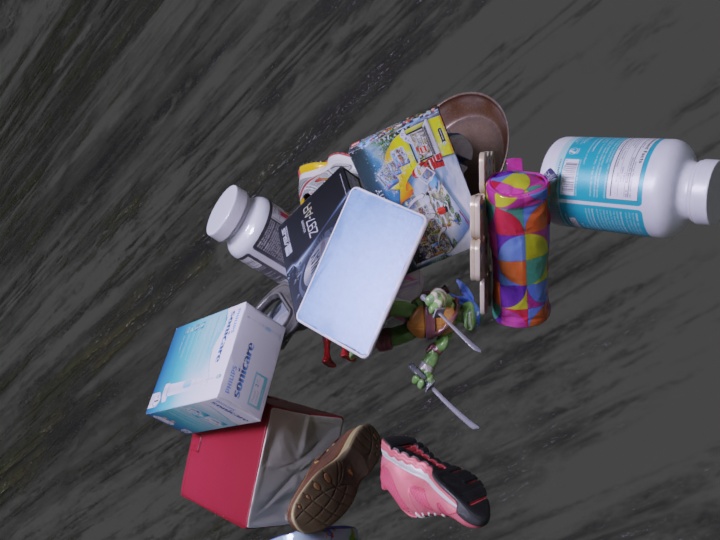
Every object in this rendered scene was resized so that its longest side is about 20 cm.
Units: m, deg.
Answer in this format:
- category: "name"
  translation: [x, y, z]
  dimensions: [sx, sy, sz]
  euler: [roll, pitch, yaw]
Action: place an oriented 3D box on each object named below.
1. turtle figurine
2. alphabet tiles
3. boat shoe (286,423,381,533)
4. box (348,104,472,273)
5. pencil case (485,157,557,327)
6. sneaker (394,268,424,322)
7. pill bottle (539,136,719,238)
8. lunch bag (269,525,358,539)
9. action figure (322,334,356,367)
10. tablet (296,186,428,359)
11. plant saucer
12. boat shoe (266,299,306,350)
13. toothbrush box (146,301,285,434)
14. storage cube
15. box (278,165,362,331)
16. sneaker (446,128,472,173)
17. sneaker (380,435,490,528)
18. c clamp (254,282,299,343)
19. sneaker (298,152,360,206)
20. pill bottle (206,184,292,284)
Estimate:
- category: "turtle figurine"
  translation: [0.074, 0.093, 0.916]
  dimensions: [0.187, 0.145, 0.206]
  euler: [0, 63, 8]
- category: "alphabet tiles"
  translation: [0.162, -0.052, 0.873]
  dimensions: [0.014, 0.200, 0.202]
  euler: [1, 100, 18]
- category: "boat shoe"
  translation: [-0.043, 0.303, 0.976]
  dimensions: [0.067, 0.200, 0.073]
  euler: [-23, 102, 42]
- category: "box"
  translation: [0.083, -0.108, 0.946]
  dimensions: [0.133, 0.204, 0.038]
  euler: [-20, 24, 13]
- category: "pencil case"
  translation: [0.200, -0.029, 0.843]
  dimensions: [0.087, 0.087, 0.205]
  euler: [26, 133, 45]
- category: "sneaker"
  translation: [0.022, 0.003, 1.066]
  dimensions: [0.197, 0.081, 0.090]
  euler: [28, 84, 23]
- category: "pill bottle"
  translation: [0.321, -0.100, 0.800]
  dimensions: [0.197, 0.109, 0.114]
  euler: [14, 85, 45]
- category: "lunch bag"
  translation: [-0.106, 0.437, 0.987]
  dimensions: [0.198, 0.159, 0.084]
  euler: [-32, 55, 30]
- category: "action figure"
  translation: [-0.037, 0.060, 1.133]
  dimensions: [0.064, 0.051, 0.205]
  euler: [-21, 57, 30]
- category: "tablet"
  translation: [0.000, 0.000, 0.904]
  dimensions: [0.128, 0.014, 0.205]
  euler: [24, 90, 28]
- category: "plant saucer"
  translation: [0.151, -0.173, 1.041]
  dimensions: [0.197, 0.036, 0.207]
  euler: [-16, 66, 40]
- category: "boat shoe"
  translation: [-0.110, 0.079, 1.169]
  dimensions: [0.200, 0.065, 0.071]
  euler: [-48, 26, 35]
- category: "toothbrush box"
  translation: [-0.216, 0.150, 1.002]
  dimensions: [0.197, 0.085, 0.150]
  euler: [-22, 45, 42]
- category: "storage cube"
  translation: [-0.156, 0.295, 1.077]
  dimensions: [0.177, 0.169, 0.206]
  euler: [4, 78, 43]
- category: "box"
  translation: [-0.048, -0.036, 1.027]
  dimensions: [0.159, 0.043, 0.203]
  euler: [-39, 45, 25]
- category: "sneaker"
  translation: [0.084, -0.142, 1.025]
  dimensions: [0.201, 0.079, 0.116]
  euler: [-53, 34, 23]
- category: "sneaker"
  translation: [0.097, 0.304, 0.917]
  dimensions: [0.198, 0.072, 0.089]
  euler: [24, 106, 49]
- category: "c clamp"
  translation: [-0.157, 0.098, 1.088]
  dimensions: [0.171, 0.027, 0.200]
  euler: [-45, 25, 5]
- category: "sneaker"
  translation: [-0.041, -0.154, 1.201]
  dimensions: [0.197, 0.076, 0.085]
  euler: [-9, 73, 51]
- category: "pill bottle"
  translation: [-0.160, -0.055, 1.170]
  dimensions: [0.116, 0.198, 0.119]
  euler: [-36, 36, 32]
